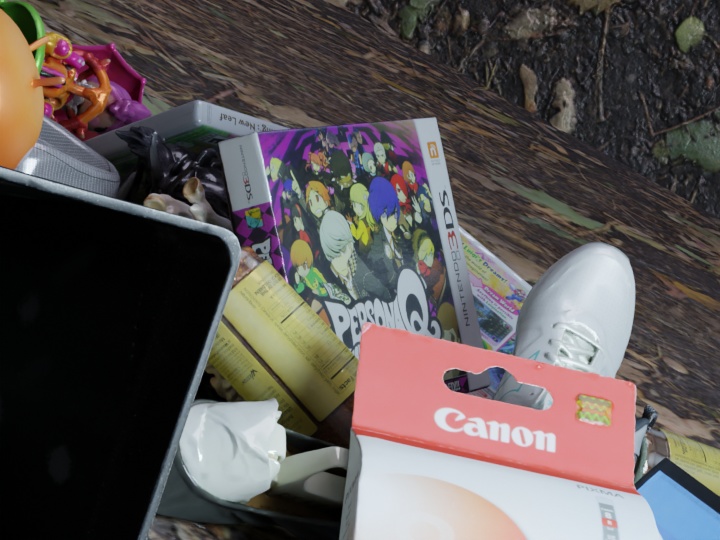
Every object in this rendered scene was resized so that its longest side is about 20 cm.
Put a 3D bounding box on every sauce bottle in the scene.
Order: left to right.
[{"bbox_3d":[-0.021,0.077,1.288,0.200,0.066,0.066,49,12,-1],"label":"sauce bottle"},{"bbox_3d":[0.260,0.163,1.618,0.200,0.065,0.065,22,12,-27],"label":"sauce bottle"}]

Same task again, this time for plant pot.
[{"bbox_3d":[-0.201,0.039,0.908,0.200,0.200,0.177,16,4,-41],"label":"plant pot"}]

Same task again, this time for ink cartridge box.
[{"bbox_3d":[0.074,0.112,1.161,0.162,0.050,0.200,13,53,-9],"label":"ink cartridge box"}]

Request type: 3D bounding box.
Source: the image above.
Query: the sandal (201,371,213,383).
[{"bbox_3d":[-0.102,0.032,1.460,0.076,0.043,0.200,30,12,16],"label":"sandal"}]

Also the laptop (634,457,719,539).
[{"bbox_3d":[0.140,0.175,1.209,0.200,0.103,0.177,14,16,-45],"label":"laptop"}]

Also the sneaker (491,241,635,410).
[{"bbox_3d":[0.114,0.073,1.336,0.070,0.201,0.080,30,-14,-9],"label":"sneaker"}]

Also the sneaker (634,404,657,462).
[{"bbox_3d":[0.099,0.086,1.408,0.200,0.140,0.078,17,15,-38],"label":"sneaker"}]

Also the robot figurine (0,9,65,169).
[{"bbox_3d":[-0.271,-0.092,1.324,0.144,0.200,0.117,92,-22,-72],"label":"robot figurine"}]

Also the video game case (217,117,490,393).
[{"bbox_3d":[0.000,0.000,1.410,0.036,0.182,0.200,-13,-2,35],"label":"video game case"}]

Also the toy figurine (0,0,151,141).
[{"bbox_3d":[-0.223,-0.137,1.655,0.200,0.150,0.184,15,-2,45],"label":"toy figurine"}]

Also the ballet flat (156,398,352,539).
[{"bbox_3d":[-0.045,0.100,1.192,0.200,0.068,0.068,17,54,-35],"label":"ballet flat"}]

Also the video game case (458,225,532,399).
[{"bbox_3d":[0.040,0.029,1.551,0.200,0.024,0.182,40,40,9],"label":"video game case"}]

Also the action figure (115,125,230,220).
[{"bbox_3d":[-0.118,-0.031,1.560,0.119,0.102,0.200,29,-4,16],"label":"action figure"}]

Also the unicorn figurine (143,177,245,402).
[{"bbox_3d":[-0.072,0.003,1.404,0.074,0.200,0.137,-11,-38,35],"label":"unicorn figurine"}]

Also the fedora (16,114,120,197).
[{"bbox_3d":[-0.224,-0.052,1.448,0.200,0.090,0.177,25,12,-5],"label":"fedora"}]

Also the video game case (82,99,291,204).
[{"bbox_3d":[-0.112,-0.071,1.661,0.182,0.022,0.200,15,-21,-42],"label":"video game case"}]
